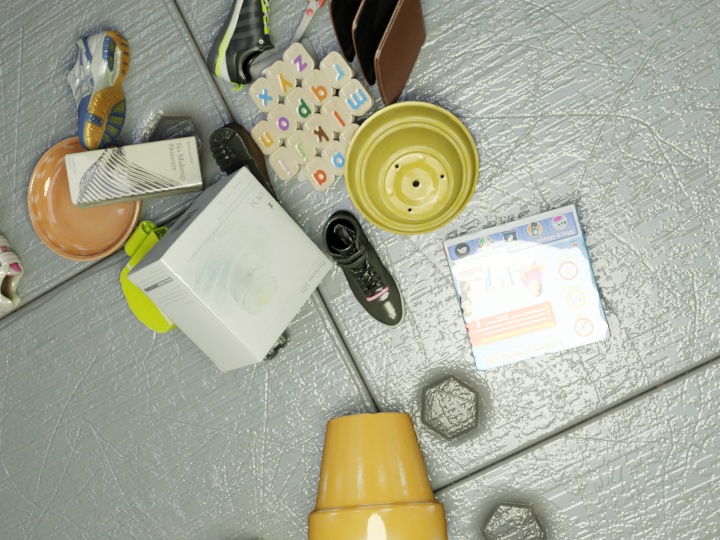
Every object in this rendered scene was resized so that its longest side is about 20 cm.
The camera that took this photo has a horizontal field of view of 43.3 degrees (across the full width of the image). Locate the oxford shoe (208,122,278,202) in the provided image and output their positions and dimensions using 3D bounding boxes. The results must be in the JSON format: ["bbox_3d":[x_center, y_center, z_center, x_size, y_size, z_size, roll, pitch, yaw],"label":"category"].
[{"bbox_3d":[-0.161,-0.134,1.392,0.072,0.084,0.201,-12,109,16],"label":"oxford shoe"}]

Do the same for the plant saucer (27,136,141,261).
[{"bbox_3d":[-0.443,-0.116,1.472,0.198,0.037,0.202,0,91,12],"label":"plant saucer"}]

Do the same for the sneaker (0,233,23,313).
[{"bbox_3d":[-0.599,-0.019,1.493,0.087,0.081,0.202,-2,99,11],"label":"sneaker"}]

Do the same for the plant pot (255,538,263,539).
[{"bbox_3d":[-0.180,0.521,1.356,0.199,0.200,0.178,-39,72,10],"label":"plant pot"}]

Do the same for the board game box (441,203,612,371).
[{"bbox_3d":[0.240,0.025,1.313,0.199,0.056,0.197,-15,88,12],"label":"board game box"}]

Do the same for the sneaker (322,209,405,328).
[{"bbox_3d":[0.000,0.000,1.344,0.070,0.099,0.201,-29,86,10],"label":"sneaker"}]

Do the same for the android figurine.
[{"bbox_3d":[-0.303,0.017,1.407,0.182,0.041,0.200,50,129,8],"label":"android figurine"}]

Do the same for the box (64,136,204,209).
[{"bbox_3d":[-0.346,-0.150,1.401,0.198,0.068,0.083,-11,88,-8],"label":"box"}]

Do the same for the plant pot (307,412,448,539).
[{"bbox_3d":[0.018,0.305,1.311,0.199,0.200,0.185,-8,74,13],"label":"plant pot"}]

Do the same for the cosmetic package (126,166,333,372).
[{"bbox_3d":[-0.181,0.001,1.292,0.200,0.200,0.123,48,145,-18],"label":"cosmetic package"}]

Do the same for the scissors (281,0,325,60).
[{"bbox_3d":[-0.066,-0.402,1.382,0.073,0.014,0.201,15,86,11],"label":"scissors"}]

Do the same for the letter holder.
[{"bbox_3d":[0.016,-0.323,1.268,0.100,0.200,0.143,20,82,11],"label":"letter holder"}]

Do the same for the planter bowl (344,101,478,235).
[{"bbox_3d":[0.076,-0.133,1.295,0.199,0.084,0.202,0,111,-1],"label":"planter bowl"}]

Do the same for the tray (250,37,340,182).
[{"bbox_3d":[-0.090,-0.249,1.398,0.107,0.022,0.201,-25,86,13],"label":"tray"}]

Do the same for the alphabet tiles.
[{"bbox_3d":[-0.075,-0.228,1.356,0.200,0.015,0.196,-38,86,28],"label":"alphabet tiles"}]

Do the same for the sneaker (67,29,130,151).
[{"bbox_3d":[-0.425,-0.282,1.447,0.088,0.075,0.202,0,74,24],"label":"sneaker"}]

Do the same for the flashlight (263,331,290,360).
[{"bbox_3d":[-0.187,0.044,1.403,0.068,0.068,0.200,-42,81,10],"label":"flashlight"}]

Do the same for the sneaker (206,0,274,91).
[{"bbox_3d":[-0.160,-0.372,1.392,0.082,0.072,0.201,30,104,6],"label":"sneaker"}]
